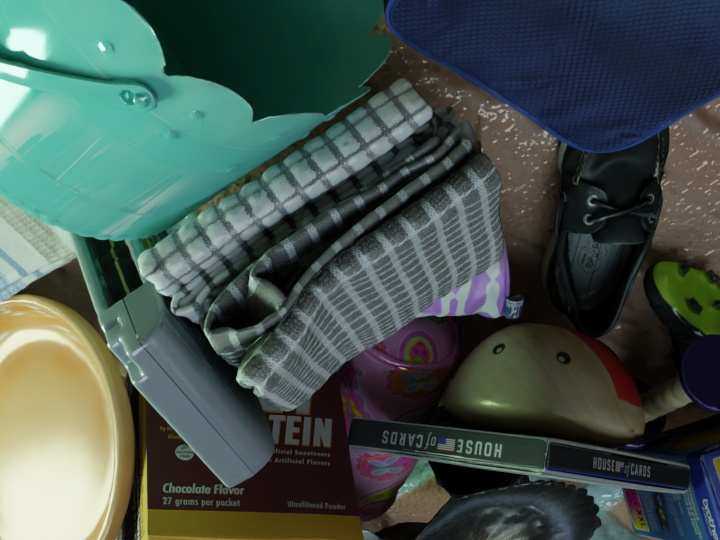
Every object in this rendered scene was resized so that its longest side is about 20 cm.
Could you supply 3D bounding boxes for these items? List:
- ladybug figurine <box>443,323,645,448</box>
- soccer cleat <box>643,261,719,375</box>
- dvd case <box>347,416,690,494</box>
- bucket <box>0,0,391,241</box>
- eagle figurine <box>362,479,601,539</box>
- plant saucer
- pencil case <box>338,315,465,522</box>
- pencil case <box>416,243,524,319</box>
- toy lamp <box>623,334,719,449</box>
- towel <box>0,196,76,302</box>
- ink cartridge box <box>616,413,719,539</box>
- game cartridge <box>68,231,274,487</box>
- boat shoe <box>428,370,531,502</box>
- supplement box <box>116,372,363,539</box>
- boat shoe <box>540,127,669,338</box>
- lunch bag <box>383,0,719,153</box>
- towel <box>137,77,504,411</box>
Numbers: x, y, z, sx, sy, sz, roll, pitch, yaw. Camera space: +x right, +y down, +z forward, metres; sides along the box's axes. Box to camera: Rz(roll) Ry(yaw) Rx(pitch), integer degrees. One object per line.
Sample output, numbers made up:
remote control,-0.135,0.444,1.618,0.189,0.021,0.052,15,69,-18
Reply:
ladybug figurine,0.129,0.081,0.835,0.135,0.073,0.200,6,171,16
soccer cleat,0.258,0.058,0.897,0.081,0.068,0.199,-31,134,33
dvd case,0.110,0.125,0.809,0.150,0.025,0.199,0,168,39
bucket,-0.100,-0.122,0.552,0.207,0.208,0.134,30,132,-34
eagle figurine,0.065,0.223,0.907,0.151,0.200,0.152,22,131,31
plant saucer,-0.216,0.116,0.793,0.200,0.201,0.037,-37,157,26
pencil case,0.013,0.097,0.882,0.087,0.088,0.201,4,134,-14
pencil case,0.000,0.000,0.779,0.198,0.084,0.086,-3,148,-4
toy lamp,0.218,0.093,0.883,0.058,0.059,0.200,0,162,-10
towel,-0.245,-0.038,0.737,0.199,0.024,0.147,-27,131,15
ink cartridge box,0.291,0.150,0.897,0.135,0.077,0.200,-16,178,-11
game cartridge,-0.109,0.021,0.667,0.040,0.200,0.134,-30,132,-3
boat shoe,0.092,0.158,0.971,0.074,0.063,0.200,-20,137,9
supplement box,-0.097,0.155,0.836,0.132,0.198,0.201,5,134,-16
boat shoe,0.161,-0.033,0.782,0.074,0.066,0.200,0,136,-13
lunch bag,0.099,-0.168,0.588,0.199,0.133,0.136,27,141,-34
towel,-0.006,-0.003,0.632,0.165,0.086,0.200,-34,169,-2
